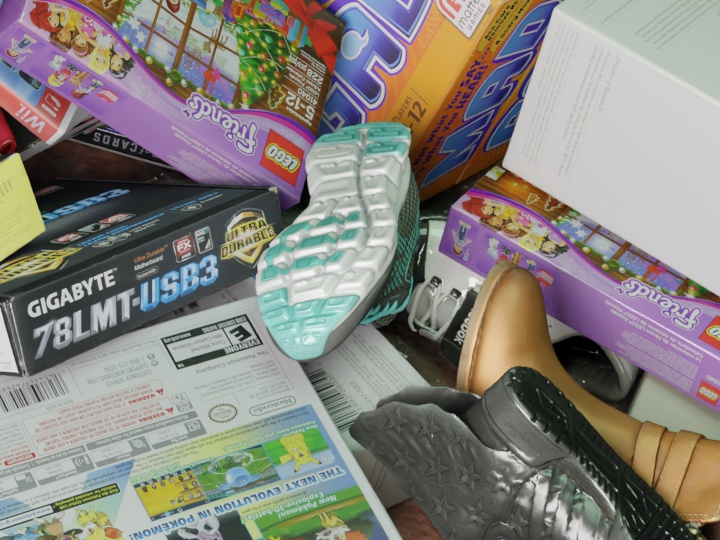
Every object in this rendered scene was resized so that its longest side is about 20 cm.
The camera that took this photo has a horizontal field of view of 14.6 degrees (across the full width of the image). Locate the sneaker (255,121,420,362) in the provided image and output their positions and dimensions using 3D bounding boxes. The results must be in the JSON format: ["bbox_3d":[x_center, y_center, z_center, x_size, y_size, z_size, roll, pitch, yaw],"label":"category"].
[{"bbox_3d":[0.000,0.000,1.557,0.077,0.092,0.200,-5,31,21],"label":"sneaker"}]

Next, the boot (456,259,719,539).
[{"bbox_3d":[0.134,0.094,1.532,0.154,0.201,0.077,-1,-3,29],"label":"boot"}]

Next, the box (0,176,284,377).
[{"bbox_3d":[-0.176,0.000,1.564,0.199,0.050,0.198,-25,20,-40],"label":"box"}]

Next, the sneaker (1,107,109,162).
[{"bbox_3d":[-0.169,-0.109,1.720,0.199,0.086,0.081,-31,63,-2],"label":"sneaker"}]

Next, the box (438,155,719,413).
[{"bbox_3d":[0.165,-0.009,1.680,0.199,0.039,0.137,30,42,16],"label":"box"}]

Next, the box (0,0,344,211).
[{"bbox_3d":[-0.107,-0.136,1.622,0.199,0.039,0.137,32,52,-25],"label":"box"}]

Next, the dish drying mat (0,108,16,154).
[{"bbox_3d":[-0.247,-0.093,1.658,0.018,0.077,0.200,33,14,-35],"label":"dish drying mat"}]

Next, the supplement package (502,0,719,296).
[{"bbox_3d":[0.207,-0.080,1.651,0.199,0.120,0.121,32,39,19],"label":"supplement package"}]

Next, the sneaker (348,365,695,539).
[{"bbox_3d":[0.091,0.129,1.488,0.200,0.104,0.060,50,30,4],"label":"sneaker"}]

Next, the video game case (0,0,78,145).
[{"bbox_3d":[-0.227,-0.179,1.603,0.200,0.017,0.143,40,40,-17],"label":"video game case"}]

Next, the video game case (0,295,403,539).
[{"bbox_3d":[-0.103,0.109,1.448,0.199,0.022,0.183,-16,54,-23],"label":"video game case"}]

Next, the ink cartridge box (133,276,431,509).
[{"bbox_3d":[-0.076,0.085,1.563,0.199,0.086,0.146,-22,56,-36],"label":"ink cartridge box"}]

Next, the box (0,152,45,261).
[{"bbox_3d":[-0.273,-0.024,1.545,0.199,0.050,0.075,-3,24,36],"label":"box"}]

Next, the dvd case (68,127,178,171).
[{"bbox_3d":[-0.125,-0.124,1.820,0.199,0.025,0.151,16,41,-5],"label":"dvd case"}]

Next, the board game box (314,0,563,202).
[{"bbox_3d":[0.033,-0.187,1.788,0.200,0.200,0.200,44,41,15],"label":"board game box"}]

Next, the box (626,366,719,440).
[{"bbox_3d":[0.191,0.093,1.667,0.068,0.082,0.200,24,42,7],"label":"box"}]

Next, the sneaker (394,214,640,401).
[{"bbox_3d":[0.079,0.028,1.698,0.199,0.074,0.089,13,39,-8],"label":"sneaker"}]
